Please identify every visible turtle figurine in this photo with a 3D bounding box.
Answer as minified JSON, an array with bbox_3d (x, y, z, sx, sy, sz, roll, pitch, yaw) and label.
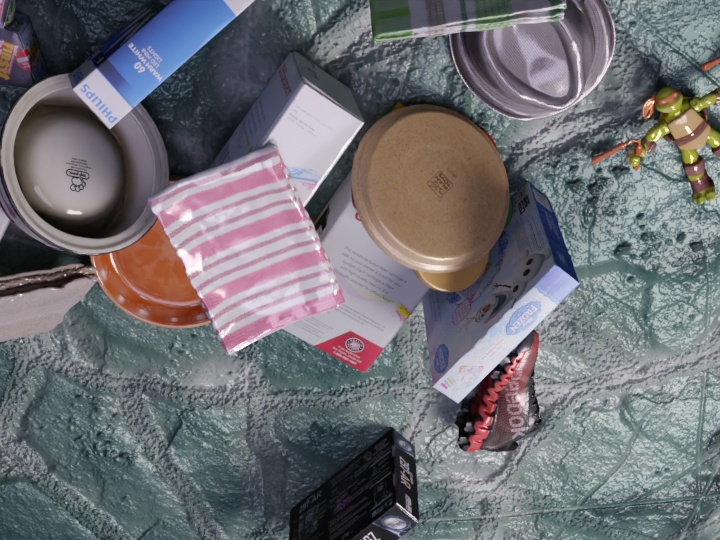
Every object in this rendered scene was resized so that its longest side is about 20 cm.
[{"bbox_3d":[0.367,-0.151,1.412,0.200,0.064,0.161,-38,121,9],"label":"turtle figurine"}]

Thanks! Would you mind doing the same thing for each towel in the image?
[{"bbox_3d":[0.106,-0.305,1.290,0.199,0.150,0.031,-7,150,5],"label":"towel"},{"bbox_3d":[-0.408,0.047,1.442,0.132,0.200,0.035,-41,72,38],"label":"towel"},{"bbox_3d":[-0.116,-0.020,1.304,0.146,0.030,0.201,-24,116,1],"label":"towel"}]

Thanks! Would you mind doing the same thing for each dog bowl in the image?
[{"bbox_3d":[-0.314,-0.111,1.364,0.074,0.200,0.200,-11,128,51],"label":"dog bowl"}]

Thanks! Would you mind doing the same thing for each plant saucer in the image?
[{"bbox_3d":[-0.223,-0.023,1.494,0.199,0.032,0.201,-1,118,-1],"label":"plant saucer"}]

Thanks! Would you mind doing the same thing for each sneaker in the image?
[{"bbox_3d":[0.194,0.153,1.576,0.098,0.071,0.201,15,120,-9],"label":"sneaker"}]

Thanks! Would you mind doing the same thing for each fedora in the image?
[{"bbox_3d":[0.189,-0.239,1.345,0.176,0.090,0.200,-28,116,14],"label":"fedora"}]

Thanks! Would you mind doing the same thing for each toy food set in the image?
[{"bbox_3d":[0.082,-0.091,1.395,0.200,0.049,0.198,32,71,-13],"label":"toy food set"}]

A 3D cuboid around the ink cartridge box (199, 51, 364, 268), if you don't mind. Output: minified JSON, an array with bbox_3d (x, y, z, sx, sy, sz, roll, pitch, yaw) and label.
[{"bbox_3d":[-0.091,-0.124,1.358,0.087,0.145,0.200,30,105,-19],"label":"ink cartridge box"}]

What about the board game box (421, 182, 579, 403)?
[{"bbox_3d":[0.153,0.022,1.427,0.043,0.200,0.199,35,113,-20],"label":"board game box"}]

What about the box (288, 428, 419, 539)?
[{"bbox_3d":[-0.012,0.319,1.614,0.200,0.160,0.044,-41,111,19],"label":"box"}]

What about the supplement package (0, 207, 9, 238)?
[{"bbox_3d":[-0.503,-0.078,1.414,0.199,0.111,0.156,27,115,-14],"label":"supplement package"}]

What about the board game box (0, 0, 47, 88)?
[{"bbox_3d":[-0.423,-0.283,1.331,0.199,0.062,0.201,19,117,-12],"label":"board game box"}]

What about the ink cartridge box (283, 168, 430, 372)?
[{"bbox_3d":[0.000,0.000,1.480,0.145,0.083,0.200,30,115,-16],"label":"ink cartridge box"}]

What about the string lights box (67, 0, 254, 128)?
[{"bbox_3d":[-0.210,-0.241,1.299,0.200,0.103,0.059,-42,113,-1],"label":"string lights box"}]
